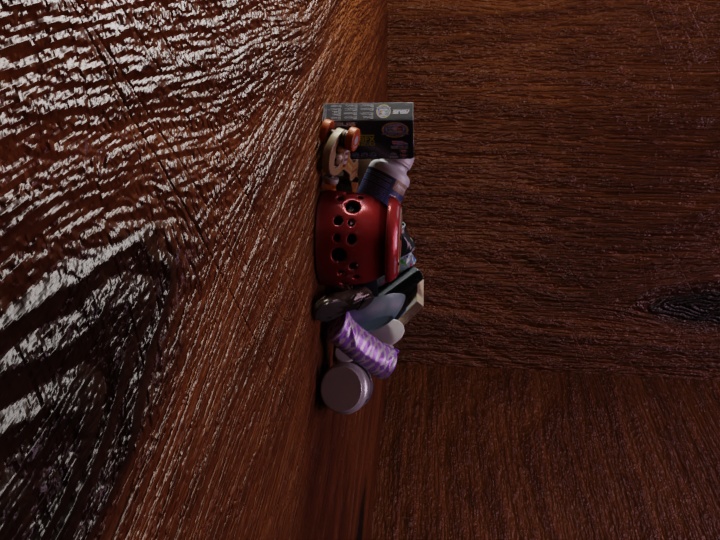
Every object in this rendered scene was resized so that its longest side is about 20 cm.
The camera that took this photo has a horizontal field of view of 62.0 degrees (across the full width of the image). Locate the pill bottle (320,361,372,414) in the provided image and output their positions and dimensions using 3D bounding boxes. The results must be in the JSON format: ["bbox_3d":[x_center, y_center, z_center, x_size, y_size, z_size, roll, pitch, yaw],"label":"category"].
[{"bbox_3d":[-0.032,0.270,1.383,0.200,0.109,0.118,55,38,-79],"label":"pill bottle"}]

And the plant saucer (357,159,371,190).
[{"bbox_3d":[0.021,-0.273,1.543,0.200,0.033,0.209,2,90,-84],"label":"plant saucer"}]

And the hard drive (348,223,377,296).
[{"bbox_3d":[0.000,0.000,1.506,0.136,0.041,0.205,-126,-155,-48],"label":"hard drive"}]

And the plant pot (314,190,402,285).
[{"bbox_3d":[0.001,-0.066,1.299,0.200,0.175,0.209,4,90,-85],"label":"plant pot"}]

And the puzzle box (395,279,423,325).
[{"bbox_3d":[0.100,0.116,1.640,0.200,0.025,0.134,-47,-164,26],"label":"puzzle box"}]

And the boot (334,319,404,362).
[{"bbox_3d":[0.023,0.191,1.584,0.091,0.194,0.075,83,-15,-73],"label":"boot"}]

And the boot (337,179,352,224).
[{"bbox_3d":[-0.030,-0.174,1.550,0.203,0.062,0.191,78,12,-49],"label":"boot"}]

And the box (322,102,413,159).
[{"bbox_3d":[0.022,-0.304,1.320,0.161,0.192,0.046,75,16,-71],"label":"box"}]

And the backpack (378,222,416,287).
[{"bbox_3d":[0.053,-0.058,1.666,0.154,0.174,0.200,63,-11,-24],"label":"backpack"}]

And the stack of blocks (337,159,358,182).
[{"bbox_3d":[-0.026,-0.290,1.519,0.200,0.056,0.120,-36,128,-82],"label":"stack of blocks"}]

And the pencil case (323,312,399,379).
[{"bbox_3d":[0.006,0.172,1.391,0.086,0.199,0.084,-51,-151,1],"label":"pencil case"}]

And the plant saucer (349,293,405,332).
[{"bbox_3d":[0.025,0.116,1.461,0.202,0.195,0.040,72,-3,-72],"label":"plant saucer"}]

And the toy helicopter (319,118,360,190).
[{"bbox_3d":[-0.041,-0.228,1.291,0.200,0.077,0.137,26,82,-75],"label":"toy helicopter"}]

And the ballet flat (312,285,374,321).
[{"bbox_3d":[-0.040,0.064,1.290,0.197,0.047,0.068,-12,147,-53],"label":"ballet flat"}]

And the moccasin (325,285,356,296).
[{"bbox_3d":[-0.035,0.071,1.449,0.202,0.075,0.076,75,18,-71],"label":"moccasin"}]

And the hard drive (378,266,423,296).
[{"bbox_3d":[0.093,0.036,1.657,0.033,0.138,0.200,55,-2,-11],"label":"hard drive"}]

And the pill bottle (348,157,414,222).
[{"bbox_3d":[0.052,-0.192,1.436,0.205,0.108,0.111,-64,175,3],"label":"pill bottle"}]
